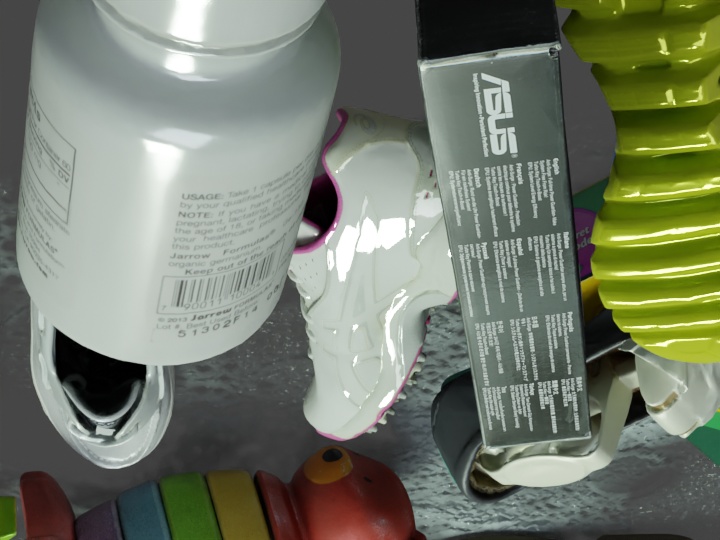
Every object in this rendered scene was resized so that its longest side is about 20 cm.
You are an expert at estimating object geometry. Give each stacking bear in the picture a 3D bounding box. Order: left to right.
[{"bbox_3d":[-0.067,0.149,0.966,0.198,0.122,0.115,-15,112,-7],"label":"stacking bear"}]

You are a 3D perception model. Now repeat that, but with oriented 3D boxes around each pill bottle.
[{"bbox_3d":[-0.068,-0.066,0.693,0.113,0.115,0.201,5,141,-11],"label":"pill bottle"}]

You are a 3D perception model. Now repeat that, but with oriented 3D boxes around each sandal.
[{"bbox_3d":[0.127,-0.058,0.708,0.079,0.087,0.201,3,120,23],"label":"sandal"}]

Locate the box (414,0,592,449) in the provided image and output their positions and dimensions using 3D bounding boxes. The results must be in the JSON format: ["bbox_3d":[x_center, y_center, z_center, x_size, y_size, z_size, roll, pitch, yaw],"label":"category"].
[{"bbox_3d":[0.045,-0.073,0.631,0.047,0.194,0.201,-8,141,4],"label":"box"}]

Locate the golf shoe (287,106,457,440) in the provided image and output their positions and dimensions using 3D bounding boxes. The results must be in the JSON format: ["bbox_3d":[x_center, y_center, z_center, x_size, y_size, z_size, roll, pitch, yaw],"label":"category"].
[{"bbox_3d":[0.000,0.000,0.828,0.091,0.076,0.201,21,135,-6],"label":"golf shoe"}]

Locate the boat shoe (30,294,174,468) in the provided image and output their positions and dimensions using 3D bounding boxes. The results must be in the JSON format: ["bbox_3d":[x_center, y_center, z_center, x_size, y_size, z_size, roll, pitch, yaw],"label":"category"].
[{"bbox_3d":[-0.119,0.043,0.858,0.071,0.069,0.201,3,140,-9],"label":"boat shoe"}]

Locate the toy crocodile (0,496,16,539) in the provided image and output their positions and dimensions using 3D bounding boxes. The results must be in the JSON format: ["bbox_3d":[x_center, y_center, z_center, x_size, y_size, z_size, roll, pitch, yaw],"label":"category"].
[{"bbox_3d":[-0.203,0.088,0.909,0.061,0.068,0.201,-3,144,-10],"label":"toy crocodile"}]

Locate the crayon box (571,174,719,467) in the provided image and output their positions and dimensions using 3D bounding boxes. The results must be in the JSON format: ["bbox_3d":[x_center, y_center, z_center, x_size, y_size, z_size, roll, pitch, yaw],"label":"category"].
[{"bbox_3d":[0.203,-0.003,0.839,0.199,0.059,0.172,-29,135,27],"label":"crayon box"}]

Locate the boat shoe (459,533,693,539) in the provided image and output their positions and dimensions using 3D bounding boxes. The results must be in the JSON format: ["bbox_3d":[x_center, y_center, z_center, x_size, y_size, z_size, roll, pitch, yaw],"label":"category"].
[{"bbox_3d":[0.104,0.198,1.070,0.198,0.068,0.072,-7,143,5],"label":"boat shoe"}]

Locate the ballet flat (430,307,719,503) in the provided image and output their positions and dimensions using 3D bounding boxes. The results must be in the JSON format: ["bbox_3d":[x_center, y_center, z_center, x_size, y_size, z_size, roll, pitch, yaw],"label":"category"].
[{"bbox_3d":[0.116,0.050,0.802,0.199,0.073,0.073,-28,136,28],"label":"ballet flat"}]
